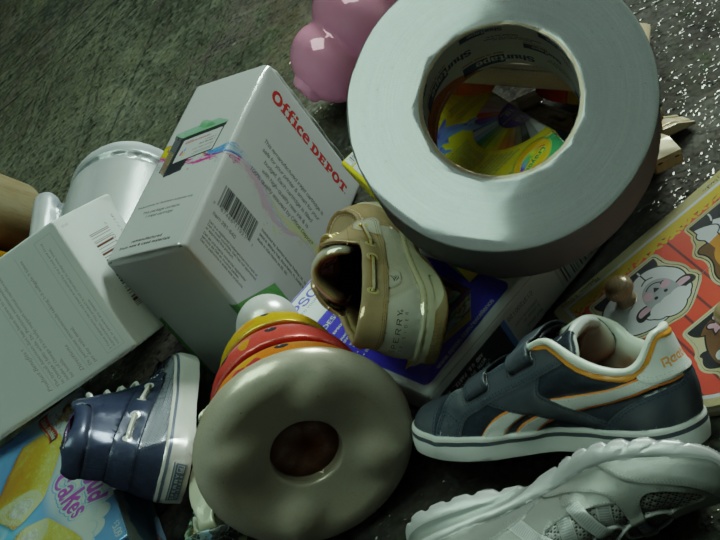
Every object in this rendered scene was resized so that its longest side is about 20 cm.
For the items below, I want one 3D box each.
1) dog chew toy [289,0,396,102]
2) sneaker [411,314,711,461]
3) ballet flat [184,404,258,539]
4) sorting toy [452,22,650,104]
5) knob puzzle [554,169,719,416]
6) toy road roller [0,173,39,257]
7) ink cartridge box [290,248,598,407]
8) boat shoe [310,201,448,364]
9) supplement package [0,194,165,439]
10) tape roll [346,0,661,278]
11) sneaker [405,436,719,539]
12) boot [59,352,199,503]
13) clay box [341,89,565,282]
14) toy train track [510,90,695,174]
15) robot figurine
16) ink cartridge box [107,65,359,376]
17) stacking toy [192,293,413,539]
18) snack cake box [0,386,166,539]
[{"bbox_3d":[0.014,-0.234,1.372,0.200,0.124,0.125,-48,34,1],"label":"dog chew toy"},{"bbox_3d":[0.114,0.069,0.936,0.199,0.080,0.078,-7,13,34],"label":"sneaker"},{"bbox_3d":[-0.088,0.131,1.084,0.074,0.074,0.201,-25,36,19],"label":"ballet flat"},{"bbox_3d":[0.121,-0.158,1.137,0.184,0.037,0.200,6,20,10],"label":"sorting toy"},{"bbox_3d":[0.229,0.012,0.954,0.219,0.030,0.220,-25,36,20],"label":"knob puzzle"},{"bbox_3d":[-0.313,0.013,1.357,0.145,0.123,0.202,5,82,27],"label":"toy road roller"},{"bbox_3d":[0.059,0.002,1.115,0.198,0.043,0.200,-49,36,-15],"label":"ink cartridge box"},{"bbox_3d":[0.000,0.000,1.041,0.200,0.069,0.074,-128,47,-64],"label":"boat shoe"},{"bbox_3d":[-0.262,0.048,1.213,0.199,0.117,0.117,-32,5,18],"label":"supplement package"},{"bbox_3d":[0.094,-0.100,0.992,0.199,0.066,0.202,-3,74,12],"label":"tape roll"},{"bbox_3d":[0.124,0.156,0.870,0.199,0.075,0.082,-25,56,24],"label":"sneaker"},{"bbox_3d":[-0.169,0.104,1.125,0.200,0.090,0.073,-113,38,-74],"label":"boot"},{"bbox_3d":[0.075,-0.070,1.102,0.115,0.048,0.200,-44,34,0],"label":"clay box"},{"bbox_3d":[0.166,-0.112,1.125,0.114,0.033,0.200,-25,25,-18],"label":"toy train track"},{"bbox_3d":[-0.209,-0.036,1.350,0.168,0.113,0.201,8,42,-5],"label":"robot figurine"},{"bbox_3d":[-0.095,-0.040,1.219,0.084,0.145,0.201,-11,43,35],"label":"ink cartridge box"},{"bbox_3d":[-0.056,0.078,1.052,0.146,0.146,0.200,-36,30,4],"label":"stacking toy"},{"bbox_3d":[-0.216,0.189,1.138,0.115,0.067,0.200,-39,34,2],"label":"snack cake box"}]
